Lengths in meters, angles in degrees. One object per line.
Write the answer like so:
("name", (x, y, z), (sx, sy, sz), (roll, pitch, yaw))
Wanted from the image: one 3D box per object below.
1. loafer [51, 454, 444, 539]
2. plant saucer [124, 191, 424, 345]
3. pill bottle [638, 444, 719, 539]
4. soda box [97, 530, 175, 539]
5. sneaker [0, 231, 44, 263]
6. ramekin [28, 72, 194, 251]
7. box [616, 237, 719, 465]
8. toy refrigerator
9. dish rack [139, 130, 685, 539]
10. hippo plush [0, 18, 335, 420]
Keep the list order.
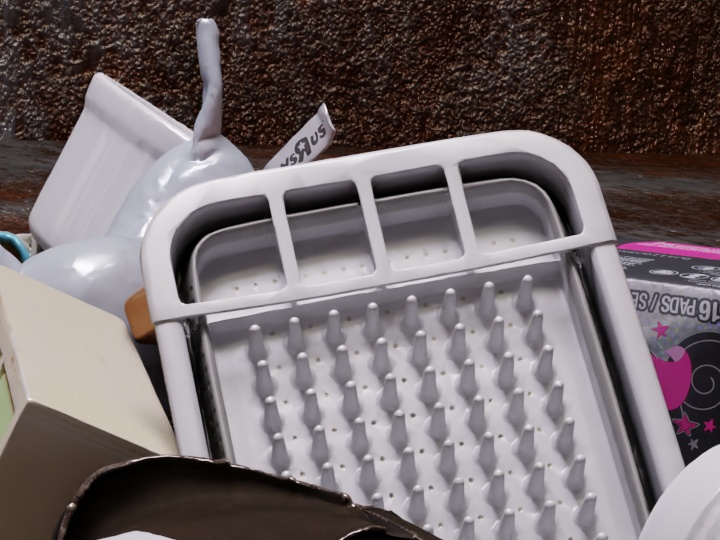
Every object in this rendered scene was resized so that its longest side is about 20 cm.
("loafer", (-0.012, 0.096, 0.706), (0.198, 0.074, 0.071), (12, -20, 22))
("plant saucer", (0.000, 0.000, 0.963), (0.199, 0.033, 0.200), (-16, -5, -2))
("pill bottle", (0.169, 0.110, 0.636), (0.115, 0.117, 0.200), (-1, 9, -29))
("soda box", (-0.013, 0.126, 0.621), (0.199, 0.069, 0.063), (9, 10, 39))
("sneaker", (-0.196, 0.015, 1.333), (0.076, 0.082, 0.200), (2, 6, 6))
("ramekin", (-0.089, -0.016, 1.287), (0.200, 0.098, 0.200), (34, 2, -1))
("box", (0.111, 0.049, 1.086), (0.199, 0.116, 0.132), (7, 9, 34))
("toy refrigerator", (-0.125, 0.063, 0.879), (0.070, 0.076, 0.200), (25, 8, -17))
("dish rack", (0.019, 0.052, 0.811), (0.170, 0.201, 0.044), (-10, -31, -8))
("hippo plush", (-0.089, 0.026, 1.086), (0.159, 0.201, 0.161), (38, 38, 8))
